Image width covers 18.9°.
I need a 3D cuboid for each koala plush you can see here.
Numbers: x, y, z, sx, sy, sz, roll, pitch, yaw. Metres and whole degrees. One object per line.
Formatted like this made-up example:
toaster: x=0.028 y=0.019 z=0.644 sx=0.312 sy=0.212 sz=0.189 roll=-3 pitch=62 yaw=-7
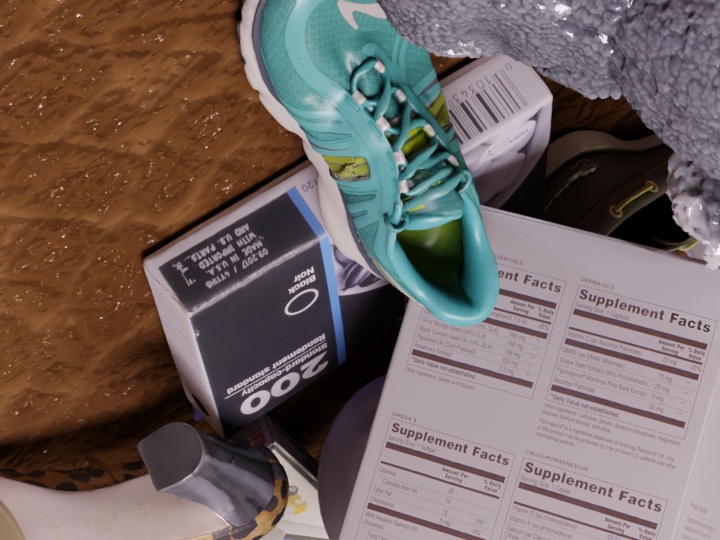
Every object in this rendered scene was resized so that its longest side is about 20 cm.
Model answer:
koala plush: x=0.117 y=-0.101 z=0.776 sx=0.183 sy=0.200 sz=0.178 roll=-30 pitch=158 yaw=-33

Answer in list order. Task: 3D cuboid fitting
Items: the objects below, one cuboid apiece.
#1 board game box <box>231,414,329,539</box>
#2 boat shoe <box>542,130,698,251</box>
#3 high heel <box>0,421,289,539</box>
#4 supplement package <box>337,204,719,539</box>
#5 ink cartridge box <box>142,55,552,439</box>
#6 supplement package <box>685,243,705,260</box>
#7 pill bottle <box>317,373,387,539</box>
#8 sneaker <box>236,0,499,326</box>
board game box: x=-0.086 y=0.184 z=1.204 sx=0.200 sy=0.035 sz=0.126 roll=-39 pitch=122 yaw=9
boat shoe: x=0.159 y=-0.037 z=1.168 sx=0.201 sy=0.060 sz=0.072 roll=-7 pitch=142 yaw=-50
high heel: x=-0.134 y=0.132 z=1.041 sx=0.199 sy=0.072 sz=0.143 roll=-22 pitch=160 yaw=12
supplement package: x=0.096 y=0.092 z=0.996 sx=0.152 sy=0.150 sz=0.202 roll=29 pitch=77 yaw=-67
ink cartridge box: x=0.000 y=0.000 z=1.041 sx=0.197 sy=0.044 sz=0.200 roll=-32 pitch=159 yaw=-11
supplement package: x=0.296 y=-0.044 z=1.280 sx=0.200 sy=0.118 sz=0.117 roll=-41 pitch=158 yaw=9
pill bottle: x=0.075 y=0.121 z=1.197 sx=0.120 sy=0.120 sz=0.200 roll=-43 pitch=154 yaw=18
sneaker: x=0.014 y=-0.055 z=0.872 sx=0.077 sy=0.080 sz=0.201 roll=-35 pitch=136 yaw=-7
